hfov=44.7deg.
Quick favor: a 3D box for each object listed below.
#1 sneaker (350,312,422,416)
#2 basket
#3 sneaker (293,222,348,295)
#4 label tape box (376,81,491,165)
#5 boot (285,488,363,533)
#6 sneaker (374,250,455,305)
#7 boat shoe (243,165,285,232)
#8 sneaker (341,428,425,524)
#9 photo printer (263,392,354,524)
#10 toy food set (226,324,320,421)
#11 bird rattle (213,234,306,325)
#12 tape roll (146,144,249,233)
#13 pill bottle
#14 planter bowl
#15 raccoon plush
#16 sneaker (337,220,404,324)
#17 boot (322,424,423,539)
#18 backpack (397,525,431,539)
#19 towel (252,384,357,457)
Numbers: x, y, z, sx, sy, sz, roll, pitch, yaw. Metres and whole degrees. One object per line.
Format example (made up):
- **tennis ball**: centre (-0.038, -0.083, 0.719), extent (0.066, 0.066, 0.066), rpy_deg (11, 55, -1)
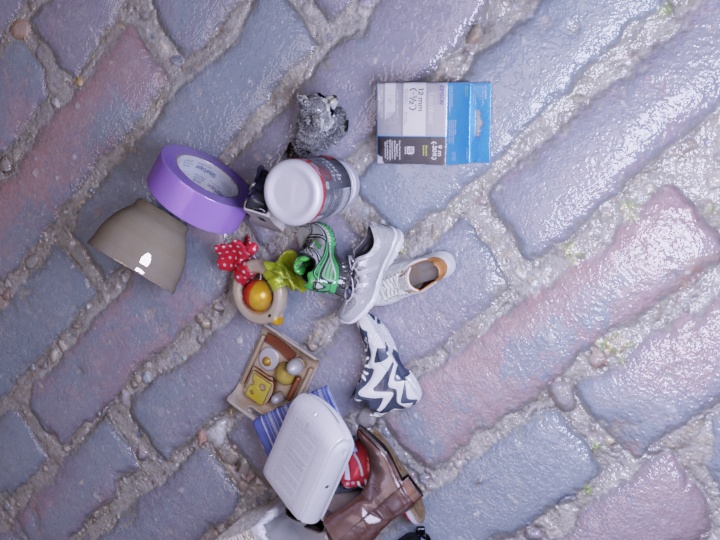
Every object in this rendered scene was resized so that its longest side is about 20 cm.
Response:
- **sneaker**: centre (0.017, 0.190, 1.677), extent (0.129, 0.080, 0.200), rpy_deg (-31, 97, 16)
- **basket**: centre (-0.173, 0.577, 1.765), extent (0.160, 0.198, 0.202), rpy_deg (-24, 90, 27)
- **sneaker**: centre (-0.087, -0.030, 1.639), extent (0.084, 0.201, 0.079), rpy_deg (6, 120, -23)
- **label tape box**: centre (0.129, -0.262, 1.557), extent (0.198, 0.066, 0.145), rpy_deg (5, 101, 24)
- **boot**: centre (-0.046, 0.477, 1.719), extent (0.198, 0.146, 0.071), rpy_deg (9, 98, 21)
- **sneaker**: centre (0.074, 0.016, 1.620), extent (0.199, 0.085, 0.074), rpy_deg (-25, 91, 28)
- **boat shoe**: centre (-0.170, -0.134, 1.656), extent (0.074, 0.200, 0.094), rpy_deg (17, 83, 1)
- **sneaker**: centre (0.037, 0.424, 1.715), extent (0.112, 0.071, 0.201), rpy_deg (-37, 77, 20)
- **photo printer**: centre (-0.096, 0.346, 1.655), extent (0.166, 0.069, 0.202), rpy_deg (38, 111, 46)
- **toy food set**: centre (-0.180, 0.220, 1.777), extent (0.143, 0.060, 0.202), rpy_deg (31, 109, 15)
- **bird rattle**: centre (-0.205, 0.024, 1.723), extent (0.198, 0.112, 0.165), rpy_deg (11, 102, 22)
- **tape roll**: centre (-0.307, -0.158, 1.686), extent (0.200, 0.200, 0.066), rpy_deg (40, 113, 12)
- **pill bottle**: centre (-0.082, -0.150, 1.591), extent (0.114, 0.200, 0.118), rpy_deg (4, 101, 22)
- **planter bowl**: centre (-0.432, -0.060, 1.778), extent (0.199, 0.200, 0.136), rpy_deg (29, 82, 16)
- **raccoon plush**: centre (-0.100, -0.245, 1.617), extent (0.096, 0.134, 0.201), rpy_deg (35, 111, 12)
- **sneaker**: centre (0.000, 0.000, 1.619), extent (0.075, 0.081, 0.202), rpy_deg (25, 90, 58)
- **boot**: centre (-0.010, 0.421, 1.645), extent (0.200, 0.064, 0.187), rpy_deg (-41, 76, 2)
- **backpack**: centre (0.102, 0.635, 1.690), extent (0.190, 0.154, 0.200), rpy_deg (44, 110, -1)
- **towel**: centre (-0.112, 0.329, 1.740), extent (0.199, 0.024, 0.146), rpy_deg (-27, 86, 25)
